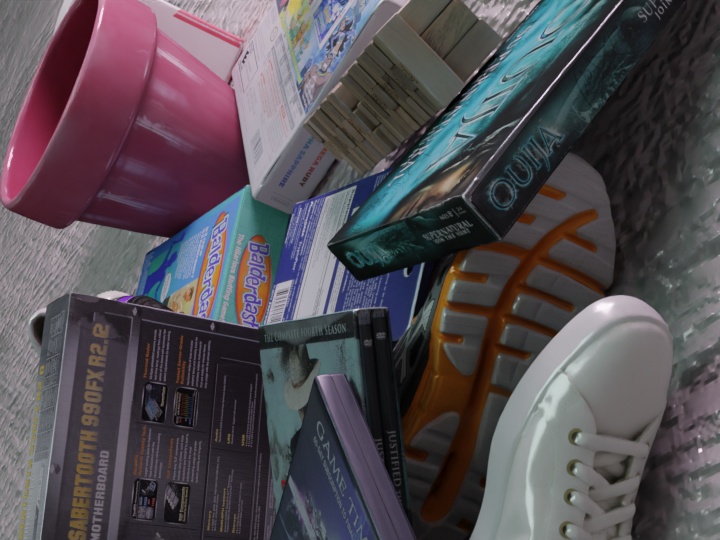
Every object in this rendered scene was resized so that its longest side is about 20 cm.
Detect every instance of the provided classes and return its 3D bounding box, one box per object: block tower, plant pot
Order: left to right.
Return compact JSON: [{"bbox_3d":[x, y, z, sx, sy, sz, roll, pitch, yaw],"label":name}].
[{"bbox_3d":[-0.185,-0.113,1.055,0.200,0.178,0.202,-43,34,39],"label":"plant pot"},{"bbox_3d":[0.020,-0.109,0.732,0.058,0.054,0.200,-49,6,-13],"label":"block tower"}]

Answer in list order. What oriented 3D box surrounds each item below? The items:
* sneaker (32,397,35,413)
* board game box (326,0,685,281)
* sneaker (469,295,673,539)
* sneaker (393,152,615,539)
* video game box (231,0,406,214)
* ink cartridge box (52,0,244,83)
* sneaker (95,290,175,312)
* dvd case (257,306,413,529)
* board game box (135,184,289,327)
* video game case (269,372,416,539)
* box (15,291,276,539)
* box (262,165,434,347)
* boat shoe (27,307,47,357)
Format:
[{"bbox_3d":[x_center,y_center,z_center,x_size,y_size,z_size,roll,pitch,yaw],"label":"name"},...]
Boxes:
[{"bbox_3d":[-0.230,0.187,0.991,0.104,0.059,0.203,-161,66,-80],"label":"sneaker"},{"bbox_3d":[0.078,-0.082,0.597,0.200,0.028,0.135,-51,14,-24],"label":"board game box"},{"bbox_3d":[0.088,0.113,0.490,0.085,0.072,0.202,40,114,54],"label":"sneaker"},{"bbox_3d":[0.053,0.032,0.603,0.202,0.078,0.077,-63,21,11],"label":"sneaker"},{"bbox_3d":[-0.032,-0.171,0.959,0.183,0.046,0.201,-56,28,27],"label":"video game box"},{"bbox_3d":[-0.220,-0.234,1.255,0.086,0.144,0.200,-65,26,6],"label":"ink cartridge box"},{"bbox_3d":[-0.147,0.116,0.872,0.099,0.069,0.203,-1,98,44],"label":"sneaker"},{"bbox_3d":[-0.011,0.123,0.608,0.146,0.022,0.203,168,98,-67],"label":"dvd case"},{"bbox_3d":[-0.133,0.036,0.988,0.199,0.045,0.154,-25,49,55],"label":"board game box"},{"bbox_3d":[-0.011,0.167,0.568,0.201,0.019,0.144,107,148,-41],"label":"video game case"},{"bbox_3d":[-0.114,0.127,0.720,0.048,0.157,0.203,-23,60,56],"label":"box"},{"bbox_3d":[0.000,0.000,0.776,0.199,0.032,0.123,-16,56,60],"label":"box"},{"bbox_3d":[-0.140,0.095,0.795,0.071,0.199,0.069,-53,-10,1],"label":"boat shoe"}]
